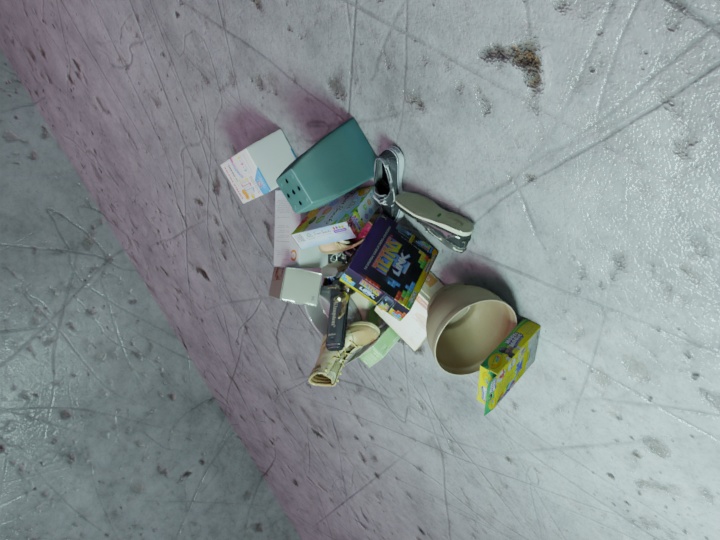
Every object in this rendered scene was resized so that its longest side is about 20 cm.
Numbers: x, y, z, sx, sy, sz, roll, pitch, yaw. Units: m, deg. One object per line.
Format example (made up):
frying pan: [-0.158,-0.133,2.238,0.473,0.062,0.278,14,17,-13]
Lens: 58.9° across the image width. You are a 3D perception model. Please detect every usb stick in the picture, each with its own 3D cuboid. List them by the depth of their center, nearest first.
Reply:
usb stick: [-0.057,0.111,1.656,0.055,0.202,0.033,-8,150,23]

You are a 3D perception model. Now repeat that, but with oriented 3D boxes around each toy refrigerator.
toy refrigerator: [0.020,0.093,1.746,0.070,0.076,0.201,35,143,27]

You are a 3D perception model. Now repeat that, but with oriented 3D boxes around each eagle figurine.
eagle figurine: [0.007,0.001,1.563,0.201,0.149,0.153,-56,44,43]

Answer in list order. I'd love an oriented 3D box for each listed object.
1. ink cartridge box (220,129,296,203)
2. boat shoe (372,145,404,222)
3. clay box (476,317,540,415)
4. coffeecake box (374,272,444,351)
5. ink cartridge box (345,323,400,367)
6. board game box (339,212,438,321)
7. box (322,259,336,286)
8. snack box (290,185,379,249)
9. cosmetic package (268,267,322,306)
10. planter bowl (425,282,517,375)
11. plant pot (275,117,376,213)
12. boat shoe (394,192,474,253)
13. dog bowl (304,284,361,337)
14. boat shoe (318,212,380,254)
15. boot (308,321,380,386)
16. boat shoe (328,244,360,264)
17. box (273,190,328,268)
ink cartridge box: [-0.275,-0.275,1.731,0.199,0.125,0.129,-12,111,55]
boat shoe: [0.058,-0.180,1.440,0.071,0.068,0.201,34,144,28]
clay box: [0.308,0.205,1.357,0.047,0.199,0.116,29,140,33]
coffeecake box: [0.134,0.086,1.590,0.153,0.073,0.201,45,147,13]
ink cartridge box: [0.049,0.201,1.742,0.048,0.146,0.200,44,148,1]
board game box: [0.068,-0.012,1.425,0.164,0.201,0.057,34,139,-4]
box: [-0.063,0.041,1.808,0.064,0.070,0.201,43,147,17]
snack box: [-0.058,-0.127,1.539,0.199,0.143,0.053,-8,127,44]
cosmetic package: [-0.175,0.040,1.691,0.200,0.102,0.088,-175,96,-72]
planter bowl: [0.226,0.112,1.411,0.135,0.198,0.202,-122,18,-52]
plant pot: [-0.083,-0.225,1.457,0.142,0.199,0.141,58,148,-8]
boat shoe: [0.152,-0.106,1.386,0.199,0.072,0.068,33,139,26]
dog bowl: [-0.083,0.121,1.785,0.199,0.058,0.201,35,145,30]
boat shoe: [-0.034,-0.090,1.578,0.199,0.069,0.074,-24,92,30]
boot: [-0.044,0.219,1.653,0.199,0.156,0.073,-20,123,36]
boat shoe: [-0.047,-0.053,1.684,0.199,0.068,0.074,35,111,36]
box: [-0.156,-0.110,1.681,0.124,0.097,0.203,6,95,50]
